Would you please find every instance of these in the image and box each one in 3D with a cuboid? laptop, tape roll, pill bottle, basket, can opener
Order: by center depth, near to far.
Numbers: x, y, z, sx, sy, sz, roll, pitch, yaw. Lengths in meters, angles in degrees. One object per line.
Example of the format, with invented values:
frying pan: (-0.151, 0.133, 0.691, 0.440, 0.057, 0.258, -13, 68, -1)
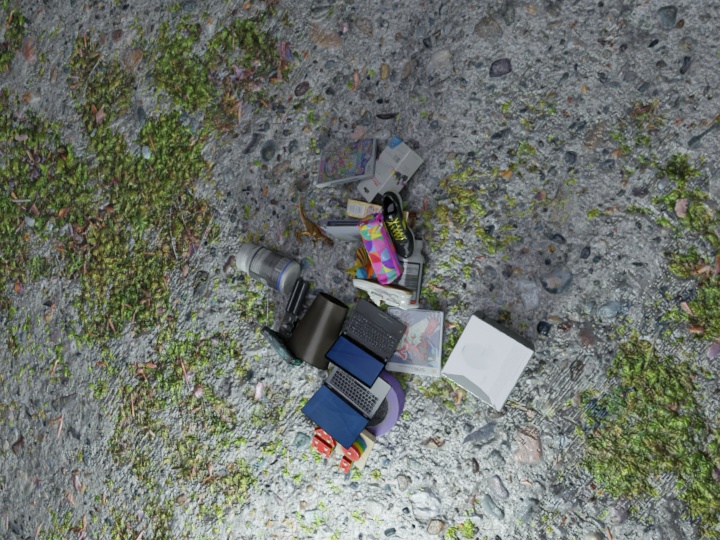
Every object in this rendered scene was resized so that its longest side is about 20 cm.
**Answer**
laptop: (-0.042, 0.386, 1.567, 0.186, 0.116, 0.202, 35, 102, 14)
pill bottle: (0.136, 0.005, 1.582, 0.113, 0.116, 0.205, 8, 94, 18)
laptop: (0.017, 0.219, 1.591, 0.175, 0.103, 0.203, 31, 100, 10)
tape roll: (0.036, 0.416, 1.646, 0.196, 0.085, 0.205, 1, 92, 18)
basket: (-0.128, 0.185, 1.669, 0.179, 0.135, 0.203, 33, 98, 42)
pill bottle: (-0.309, -0.012, 1.733, 0.197, 0.113, 0.116, 25, 99, 17)
can opener: (-0.218, 0.131, 1.746, 0.053, 0.067, 0.204, 19, 87, 28)

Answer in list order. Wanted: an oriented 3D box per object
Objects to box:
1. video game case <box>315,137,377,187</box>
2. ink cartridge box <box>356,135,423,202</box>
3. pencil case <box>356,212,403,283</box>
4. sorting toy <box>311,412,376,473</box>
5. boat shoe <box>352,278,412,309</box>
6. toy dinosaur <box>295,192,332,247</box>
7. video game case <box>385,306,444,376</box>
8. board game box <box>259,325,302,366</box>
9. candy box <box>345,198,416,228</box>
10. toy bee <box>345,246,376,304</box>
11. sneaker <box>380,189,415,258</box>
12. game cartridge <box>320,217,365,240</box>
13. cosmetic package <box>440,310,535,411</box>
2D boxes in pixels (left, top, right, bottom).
video game case: (-0.044, -0.340, 1.640, 0.196, 0.018, 0.146, -6, 61, 23)
ink cartridge box: (0.088, -0.295, 1.587, 0.201, 0.067, 0.116, -51, 39, 14)
pencil case: (0.057, -0.064, 1.473, 0.087, 0.089, 0.203, -16, 111, 18)
sorting toy: (-0.066, 0.540, 1.638, 0.198, 0.070, 0.201, 32, 137, 16)
boat shoe: (0.057, 0.069, 1.524, 0.197, 0.070, 0.071, 16, 100, 32)
toy dinosaur: (-0.173, -0.141, 1.722, 0.106, 0.060, 0.201, -40, 85, -9)
video game case: (0.168, 0.221, 1.627, 0.178, 0.023, 0.205, 4, 93, 18)
board game box: (-0.252, 0.248, 1.680, 0.028, 0.200, 0.135, -42, 77, -7)
candy box: (0.065, -0.174, 1.598, 0.196, 0.116, 0.058, 13, 100, 18)
toy bee: (0.000, 0.000, 1.634, 0.108, 0.129, 0.204, 34, 114, 39)
sneaker: (0.097, -0.131, 1.485, 0.073, 0.084, 0.204, -19, 89, 20)
game cartridge: (-0.011, -0.126, 1.604, 0.196, 0.129, 0.039, 3, 80, 31)
cosmetic package: (0.370, 0.257, 1.508, 0.198, 0.123, 0.202, 31, 101, 16)
